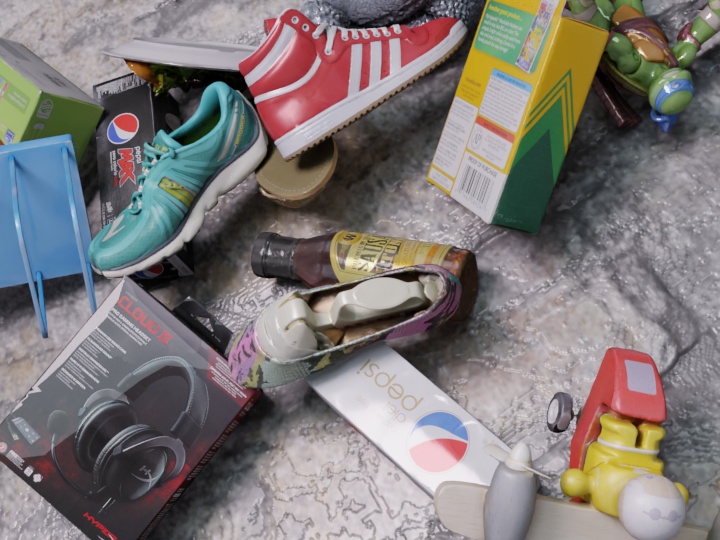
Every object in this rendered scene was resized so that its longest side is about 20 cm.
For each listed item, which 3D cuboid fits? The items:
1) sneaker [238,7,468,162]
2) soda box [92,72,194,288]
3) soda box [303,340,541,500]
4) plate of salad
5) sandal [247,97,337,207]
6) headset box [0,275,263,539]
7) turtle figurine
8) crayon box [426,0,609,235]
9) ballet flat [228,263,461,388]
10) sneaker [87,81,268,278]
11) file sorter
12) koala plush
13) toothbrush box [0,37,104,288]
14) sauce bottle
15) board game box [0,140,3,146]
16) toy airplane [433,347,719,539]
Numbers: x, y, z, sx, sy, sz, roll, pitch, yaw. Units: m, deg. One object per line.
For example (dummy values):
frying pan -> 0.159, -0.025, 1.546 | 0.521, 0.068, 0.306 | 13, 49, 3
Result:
sneaker -> -0.009, -0.191, 1.044 | 0.199, 0.071, 0.113 | -34, 96, -15
soda box -> -0.205, -0.087, 1.164 | 0.063, 0.071, 0.202 | -16, 61, 13
soda box -> 0.046, 0.125, 0.976 | 0.200, 0.064, 0.068 | 39, 82, 30
plate of salad -> -0.142, -0.185, 1.140 | 0.198, 0.200, 0.049 | 10, 103, 24
sandal -> -0.063, -0.094, 1.125 | 0.077, 0.070, 0.212 | -37, 36, -8
headset box -> -0.187, 0.115, 1.028 | 0.148, 0.077, 0.200 | 39, 83, 4
turtle figurine -> 0.233, -0.237, 1.022 | 0.143, 0.201, 0.195 | -27, 47, -5
crayon box -> 0.129, -0.145, 1.002 | 0.126, 0.051, 0.202 | 44, 120, 61
ballet flat -> -0.018, 0.035, 0.962 | 0.198, 0.071, 0.070 | -18, 69, 5
sneaker -> -0.167, -0.079, 1.058 | 0.077, 0.080, 0.200 | 24, 68, 40
file sorter -> -0.330, -0.011, 1.054 | 0.198, 0.140, 0.123 | -11, 38, -11
koala plush -> 0.029, -0.302, 1.092 | 0.181, 0.201, 0.179 | 5, 56, 6
toothbrush box -> -0.355, -0.107, 1.181 | 0.145, 0.086, 0.202 | 35, 104, 30
sauce bottle -> 0.000, 0.000, 1.052 | 0.198, 0.066, 0.067 | 8, 68, 21
board game box -> -0.421, -0.118, 1.150 | 0.153, 0.040, 0.201 | -48, 63, 21
toy airplane -> 0.175, 0.177, 0.848 | 0.199, 0.141, 0.200 | -33, 87, -17
